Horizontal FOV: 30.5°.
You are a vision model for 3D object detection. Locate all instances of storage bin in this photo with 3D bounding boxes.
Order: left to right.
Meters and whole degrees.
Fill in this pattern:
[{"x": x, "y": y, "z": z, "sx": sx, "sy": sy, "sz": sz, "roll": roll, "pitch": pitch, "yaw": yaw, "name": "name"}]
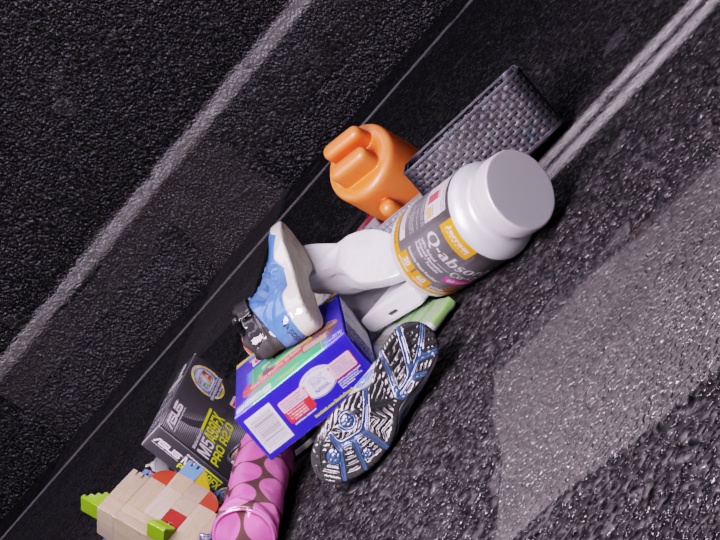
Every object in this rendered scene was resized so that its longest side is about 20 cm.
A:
[{"x": 0.159, "y": -0.165, "z": 1.728, "sx": 0.200, "sy": 0.094, "sz": 0.135, "roll": -43, "pitch": 6, "yaw": 9, "name": "storage bin"}]

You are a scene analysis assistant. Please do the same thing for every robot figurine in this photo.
[{"x": 0.036, "y": -0.133, "z": 1.858, "sx": 0.143, "sy": 0.199, "sz": 0.118, "roll": 24, "pitch": 89, "yaw": 45, "name": "robot figurine"}]

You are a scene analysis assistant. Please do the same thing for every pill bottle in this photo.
[{"x": 0.127, "y": -0.054, "z": 1.511, "sx": 0.200, "sy": 0.116, "sz": 0.117, "roll": -36, "pitch": 18, "yaw": 55, "name": "pill bottle"}]

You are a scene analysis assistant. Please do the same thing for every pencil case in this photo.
[{"x": -0.128, "y": 0.273, "z": 1.577, "sx": 0.200, "sy": 0.089, "sz": 0.095, "roll": -73, "pitch": -10, "yaw": -68, "name": "pencil case"}]

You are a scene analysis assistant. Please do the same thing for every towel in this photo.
[{"x": 0.032, "y": 0.118, "z": 1.586, "sx": 0.201, "sy": 0.031, "sz": 0.149, "roll": -51, "pitch": 12, "yaw": -13, "name": "towel"}]

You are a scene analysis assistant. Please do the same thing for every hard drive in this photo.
[{"x": 0.093, "y": -0.011, "z": 1.678, "sx": 0.200, "sy": 0.027, "sz": 0.132, "roll": -49, "pitch": 8, "yaw": -34, "name": "hard drive"}]

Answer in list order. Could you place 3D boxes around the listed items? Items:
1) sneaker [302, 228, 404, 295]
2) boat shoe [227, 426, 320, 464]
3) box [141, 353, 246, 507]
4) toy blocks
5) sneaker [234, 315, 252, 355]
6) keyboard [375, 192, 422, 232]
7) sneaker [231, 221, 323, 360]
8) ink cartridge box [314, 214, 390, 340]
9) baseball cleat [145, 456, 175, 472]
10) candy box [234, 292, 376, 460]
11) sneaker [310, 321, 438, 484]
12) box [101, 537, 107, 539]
[{"x": 0.000, "y": 0.000, "z": 1.701, "sx": 0.198, "sy": 0.088, "sz": 0.076, "roll": -3, "pitch": 63, "yaw": 38, "name": "sneaker"}, {"x": -0.099, "y": 0.207, "z": 1.719, "sx": 0.200, "sy": 0.060, "sz": 0.074, "roll": -44, "pitch": 11, "yaw": 33, "name": "boat shoe"}, {"x": -0.205, "y": 0.224, "z": 1.833, "sx": 0.044, "sy": 0.160, "sz": 0.200, "roll": -44, "pitch": 12, "yaw": 23, "name": "box"}, {"x": -0.226, "y": 0.299, "z": 1.639, "sx": 0.137, "sy": 0.198, "sz": 0.101, "roll": -47, "pitch": -25, "yaw": -45, "name": "toy blocks"}, {"x": -0.118, "y": 0.108, "z": 1.875, "sx": 0.199, "sy": 0.082, "sz": 0.077, "roll": 25, "pitch": 66, "yaw": 43, "name": "sneaker"}, {"x": 0.082, "y": -0.071, "z": 1.786, "sx": 0.200, "sy": 0.056, "sz": 0.011, "roll": -40, "pitch": -23, "yaw": -42, "name": "keyboard"}, {"x": -0.115, "y": 0.028, "z": 1.649, "sx": 0.111, "sy": 0.077, "sz": 0.201, "roll": -33, "pitch": 40, "yaw": 13, "name": "sneaker"}, {"x": 0.011, "y": 0.011, "z": 1.861, "sx": 0.146, "sy": 0.083, "sz": 0.200, "roll": -50, "pitch": 11, "yaw": 5, "name": "ink cartridge box"}, {"x": -0.231, "y": 0.284, "z": 1.829, "sx": 0.105, "sy": 0.071, "sz": 0.200, "roll": -11, "pitch": -8, "yaw": 1, "name": "baseball cleat"}, {"x": -0.068, "y": 0.124, "z": 1.622, "sx": 0.168, "sy": 0.077, "sz": 0.200, "roll": -38, "pitch": 12, "yaw": 4, "name": "candy box"}, {"x": 0.022, "y": 0.149, "z": 1.437, "sx": 0.201, "sy": 0.075, "sz": 0.077, "roll": -51, "pitch": -11, "yaw": -3, "name": "sneaker"}, {"x": -0.289, "y": 0.396, "z": 1.755, "sx": 0.149, "sy": 0.107, "sz": 0.200, "roll": -56, "pitch": 13, "yaw": -28, "name": "box"}]
